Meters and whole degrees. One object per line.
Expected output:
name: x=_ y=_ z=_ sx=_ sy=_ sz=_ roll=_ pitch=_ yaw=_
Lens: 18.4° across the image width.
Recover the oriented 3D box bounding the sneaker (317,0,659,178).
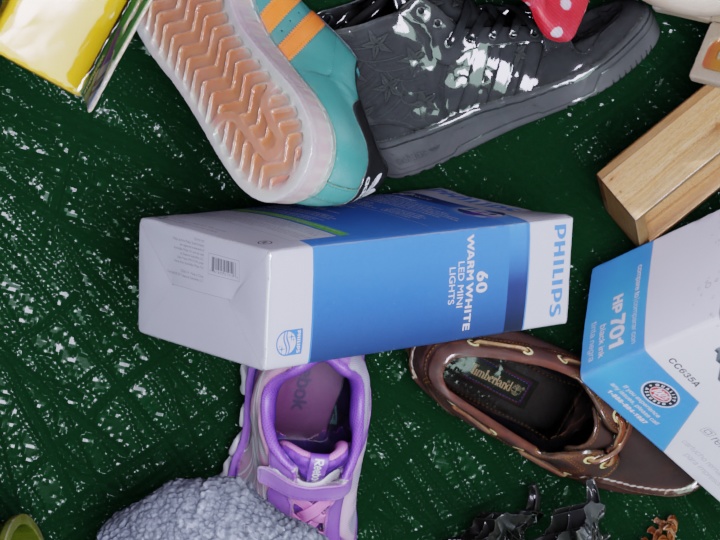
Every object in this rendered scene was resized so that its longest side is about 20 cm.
sneaker: x=0.048 y=-0.119 z=1.158 sx=0.199 sy=0.060 sz=0.104 roll=-26 pitch=112 yaw=7

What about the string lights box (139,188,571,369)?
string lights box: x=0.000 y=0.000 z=1.113 sx=0.200 sy=0.103 sz=0.059 roll=-7 pitch=104 yaw=-40

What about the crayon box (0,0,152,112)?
crayon box: x=-0.126 y=-0.159 z=1.036 sx=0.051 sy=0.200 sz=0.126 roll=27 pitch=99 yaw=-19

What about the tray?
tray: x=0.214 y=-0.093 z=1.185 sx=0.200 sy=0.099 sz=0.037 roll=-40 pitch=77 yaw=1

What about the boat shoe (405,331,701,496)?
boat shoe: x=0.115 y=0.081 z=1.233 sx=0.200 sy=0.070 sz=0.071 roll=22 pitch=100 yaw=-19

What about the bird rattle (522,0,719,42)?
bird rattle: x=0.157 y=-0.195 z=1.108 sx=0.163 sy=0.113 sz=0.200 roll=28 pitch=84 yaw=-13

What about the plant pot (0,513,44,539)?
plant pot: x=-0.259 y=0.234 z=1.147 sx=0.192 sy=0.200 sz=0.201 roll=-5 pitch=108 yaw=2

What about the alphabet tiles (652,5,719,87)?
alphabet tiles: x=0.256 y=-0.156 z=1.133 sx=0.167 sy=0.200 sz=0.006 roll=-66 pitch=152 yaw=-14

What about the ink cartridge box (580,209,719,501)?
ink cartridge box: x=0.238 y=0.032 z=1.175 sx=0.200 sy=0.086 sz=0.146 roll=-26 pitch=126 yaw=38

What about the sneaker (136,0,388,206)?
sneaker: x=-0.052 y=-0.111 z=1.104 sx=0.071 sy=0.200 sz=0.080 roll=-40 pitch=152 yaw=27

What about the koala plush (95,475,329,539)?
koala plush: x=-0.082 y=0.228 z=1.129 sx=0.177 sy=0.200 sz=0.184 roll=-1 pitch=127 yaw=10

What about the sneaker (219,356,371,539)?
sneaker: x=-0.031 y=0.108 z=1.200 sx=0.080 sy=0.088 sz=0.201 roll=-1 pitch=108 yaw=-13

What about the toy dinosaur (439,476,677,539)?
toy dinosaur: x=0.113 y=0.194 z=1.232 sx=0.102 sy=0.200 sz=0.136 roll=-20 pitch=104 yaw=25
